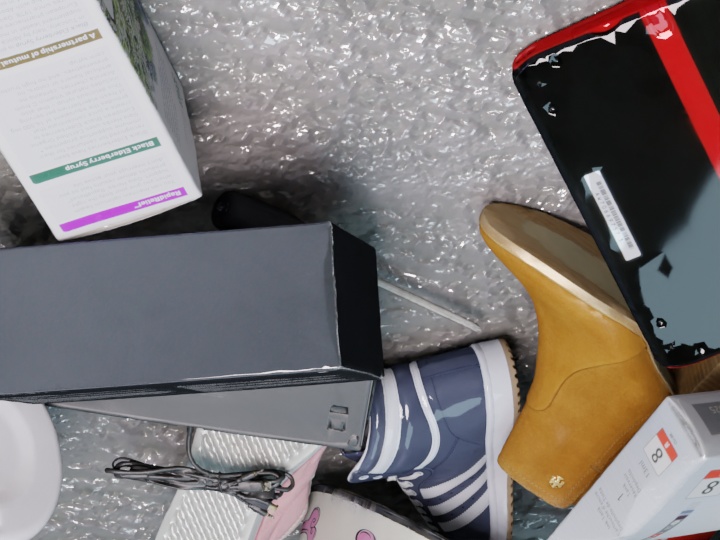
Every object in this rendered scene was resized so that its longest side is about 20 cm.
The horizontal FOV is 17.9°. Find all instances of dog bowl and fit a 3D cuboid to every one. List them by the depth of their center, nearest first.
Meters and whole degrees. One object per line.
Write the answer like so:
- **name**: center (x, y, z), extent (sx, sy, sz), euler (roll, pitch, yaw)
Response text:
- **dog bowl**: center (0.039, 0.215, 1.423), extent (0.200, 0.074, 0.200), euler (29, 168, 7)

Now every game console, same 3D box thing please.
- **game console**: center (0.197, -0.060, 1.184), extent (0.177, 0.031, 0.200), euler (-22, 109, 20)

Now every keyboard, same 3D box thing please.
- **keyboard**: center (-0.094, 0.073, 1.289), extent (0.200, 0.021, 0.127), euler (9, 108, -2)

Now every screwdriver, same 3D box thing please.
- **screwdriver**: center (0.000, 0.000, 1.276), extent (0.200, 0.028, 0.029), euler (23, 159, -32)

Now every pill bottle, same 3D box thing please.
- **pill bottle**: center (-0.271, 0.128, 1.283), extent (0.200, 0.114, 0.113), euler (-26, 141, 38)

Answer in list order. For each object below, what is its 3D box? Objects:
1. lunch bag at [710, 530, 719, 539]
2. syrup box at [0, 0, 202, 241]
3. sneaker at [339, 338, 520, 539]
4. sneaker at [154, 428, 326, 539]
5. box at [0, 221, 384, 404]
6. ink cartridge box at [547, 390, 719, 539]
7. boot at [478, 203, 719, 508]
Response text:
- **lunch bag**: center (0.245, 0.202, 1.552), extent (0.200, 0.077, 0.160), euler (-17, 142, 8)
- **syrup box**: center (-0.145, -0.108, 1.068), extent (0.081, 0.079, 0.200), euler (-16, 142, 6)
- **sneaker**: center (0.037, 0.124, 1.407), extent (0.108, 0.070, 0.200), euler (-9, 135, -10)
- **sneaker**: center (-0.055, 0.102, 1.368), extent (0.075, 0.105, 0.200), euler (31, 106, 9)
- **box**: center (-0.098, 0.025, 1.173), extent (0.200, 0.079, 0.141), euler (-4, 177, 9)
- **ink cartridge box**: center (0.188, 0.143, 1.295), extent (0.162, 0.050, 0.200), euler (-3, 137, -39)
- **boot**: center (0.116, 0.061, 1.305), extent (0.201, 0.071, 0.144), euler (31, 119, -15)
